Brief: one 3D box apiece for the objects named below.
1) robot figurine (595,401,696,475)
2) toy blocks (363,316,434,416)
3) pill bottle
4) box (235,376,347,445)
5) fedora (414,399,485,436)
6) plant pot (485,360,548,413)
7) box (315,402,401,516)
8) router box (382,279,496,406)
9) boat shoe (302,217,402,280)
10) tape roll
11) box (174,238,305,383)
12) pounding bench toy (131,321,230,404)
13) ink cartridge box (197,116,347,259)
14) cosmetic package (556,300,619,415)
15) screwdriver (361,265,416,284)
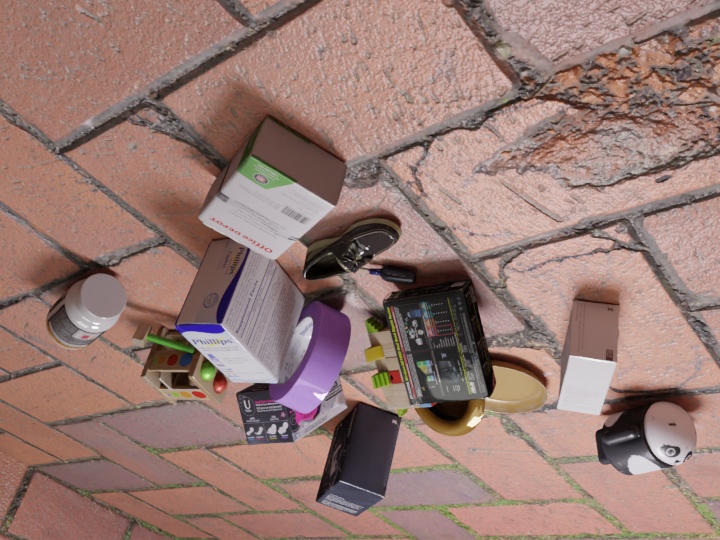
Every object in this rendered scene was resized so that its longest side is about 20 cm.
[{"bbox_3d":[0.551,0.329,1.527,0.125,0.150,0.200,57,139,1],"label":"robot figurine"},{"bbox_3d":[0.099,0.175,1.464,0.136,0.100,0.202,-11,97,38],"label":"toy blocks"},{"bbox_3d":[-0.561,0.083,1.615,0.116,0.117,0.199,32,143,-25],"label":"pill bottle"},{"bbox_3d":[-0.139,0.269,1.634,0.131,0.199,0.116,-12,96,33],"label":"box"},{"bbox_3d":[0.176,0.214,1.504,0.081,0.203,0.200,-6,166,-42],"label":"fedora"},{"bbox_3d":[0.277,0.231,1.584,0.198,0.028,0.201,10,147,7],"label":"plant pot"},{"bbox_3d":[-0.005,0.447,1.857,0.116,0.198,0.200,22,146,-9],"label":"box"},{"bbox_3d":[0.136,0.126,1.352,0.148,0.062,0.202,-9,103,25],"label":"router box"},{"bbox_3d":[-0.016,-0.026,1.286,0.199,0.065,0.073,-23,129,41],"label":"boat shoe"},{"bbox_3d":[-0.095,0.160,1.468,0.065,0.202,0.200,26,145,-19],"label":"tape roll"},{"bbox_3d":[-0.207,0.073,1.401,0.104,0.185,0.200,-3,143,27],"label":"box"},{"bbox_3d":[-0.375,0.185,1.684,0.154,0.125,0.201,-3,143,25],"label":"pounding bench toy"},{"bbox_3d":[-0.135,-0.116,1.183,0.145,0.085,0.200,30,144,-21],"label":"ink cartridge box"},{"bbox_3d":[0.388,0.152,1.349,0.080,0.114,0.201,6,144,13],"label":"cosmetic package"},{"bbox_3d":[0.000,0.000,1.357,0.198,0.028,0.029,6,117,16],"label":"screwdriver"}]
